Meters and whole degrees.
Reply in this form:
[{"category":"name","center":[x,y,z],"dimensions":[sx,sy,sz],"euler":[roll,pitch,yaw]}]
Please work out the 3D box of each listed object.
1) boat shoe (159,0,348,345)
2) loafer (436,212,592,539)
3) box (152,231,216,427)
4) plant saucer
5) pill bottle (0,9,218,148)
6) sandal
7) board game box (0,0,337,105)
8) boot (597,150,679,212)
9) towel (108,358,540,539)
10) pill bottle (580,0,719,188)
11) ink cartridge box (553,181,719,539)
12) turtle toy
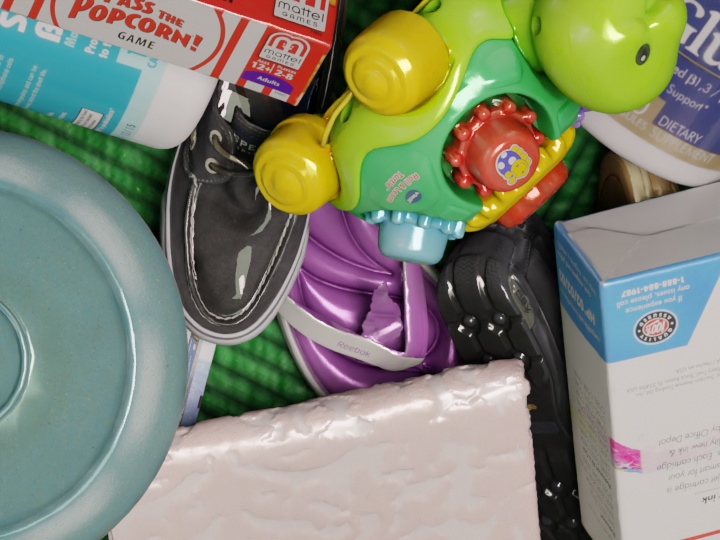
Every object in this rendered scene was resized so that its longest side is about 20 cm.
[{"category":"boat shoe","center":[-0.042,-0.066,1.218],"dimensions":[0.069,0.066,0.201],"euler":[17,89,-2]},{"category":"loafer","center":[0.096,0.058,1.300],"dimensions":[0.068,0.071,0.201],"euler":[-1,127,35]},{"category":"box","center":[-0.169,0.037,1.264],"dimensions":[0.199,0.040,0.138],"euler":[14,101,-13]},{"category":"plant saucer","center":[-0.175,0.038,1.201],"dimensions":[0.199,0.027,0.202],"euler":[0,91,0]},{"category":"pill bottle","center":[-0.155,-0.130,1.184],"dimensions":[0.199,0.111,0.111],"euler":[16,102,-14]},{"category":"sandal","center":[-0.006,0.004,1.277],"dimensions":[0.082,0.050,0.203],"euler":[-31,106,0]},{"category":"board game box","center":[-0.078,-0.179,1.150],"dimensions":[0.151,0.201,0.046],"euler":[17,143,-14]},{"category":"boot","center":[0.205,0.010,1.303],"dimensions":[0.155,0.073,0.201],"euler":[-22,110,-2]},{"category":"towel","center":[-0.013,0.132,1.287],"dimensions":[0.199,0.032,0.192],"euler":[-12,130,-5]},{"category":"pill bottle","center":[0.171,-0.145,1.212],"dimensions":[0.111,0.111,0.200],"euler":[27,115,-15]},{"category":"ink cartridge box","center":[0.156,0.067,1.236],"dimensions":[0.114,0.068,0.201],"euler":[-13,118,-11]},{"category":"turtle toy","center":[0.055,-0.076,1.156],"dimensions":[0.101,0.146,0.200],"euler":[47,134,0]}]
